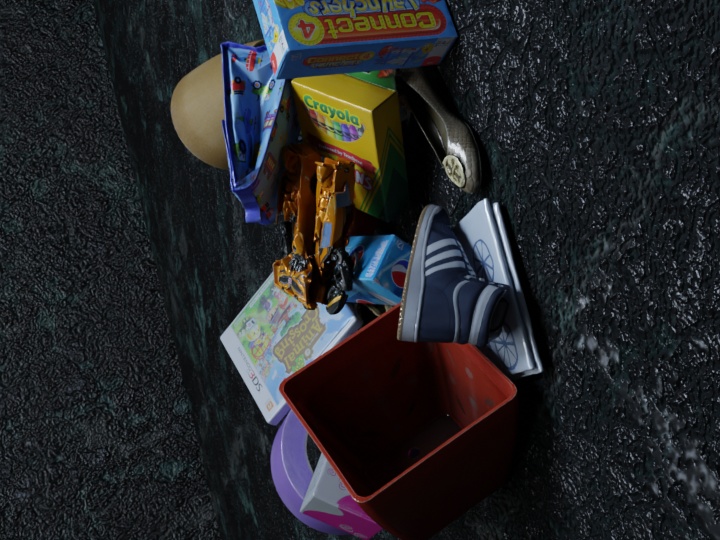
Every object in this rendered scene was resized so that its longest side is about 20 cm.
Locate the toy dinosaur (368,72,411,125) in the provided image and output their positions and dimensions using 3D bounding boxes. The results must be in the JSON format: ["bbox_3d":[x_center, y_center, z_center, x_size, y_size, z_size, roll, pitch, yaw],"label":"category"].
[{"bbox_3d":[-0.001,-0.181,1.205,0.200,0.102,0.136,-41,78,43],"label":"toy dinosaur"}]

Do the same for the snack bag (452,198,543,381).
[{"bbox_3d":[0.133,0.039,1.052,0.200,0.021,0.190,132,125,-68],"label":"snack bag"}]

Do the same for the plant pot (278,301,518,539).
[{"bbox_3d":[0.059,0.185,1.062,0.200,0.199,0.177,46,165,47],"label":"plant pot"}]

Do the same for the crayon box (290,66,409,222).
[{"bbox_3d":[-0.012,-0.164,1.127,0.127,0.051,0.201,26,144,32],"label":"crayon box"}]

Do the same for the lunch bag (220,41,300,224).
[{"bbox_3d":[-0.119,-0.154,1.159,0.151,0.093,0.201,75,-163,-77],"label":"lunch bag"}]

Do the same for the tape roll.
[{"bbox_3d":[-0.019,0.256,1.306,0.085,0.199,0.201,121,134,-61],"label":"tape roll"}]

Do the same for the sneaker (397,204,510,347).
[{"bbox_3d":[0.104,0.007,1.000,0.200,0.108,0.070,-74,-11,-49],"label":"sneaker"}]

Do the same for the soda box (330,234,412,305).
[{"bbox_3d":[0.000,0.000,1.196,0.200,0.068,0.064,2,62,59],"label":"soda box"}]

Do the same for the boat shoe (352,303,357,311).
[{"bbox_3d":[-0.040,0.049,1.396,0.067,0.057,0.201,38,149,58],"label":"boat shoe"}]

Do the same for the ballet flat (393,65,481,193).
[{"bbox_3d":[0.081,-0.165,1.050,0.067,0.046,0.201,110,144,-54],"label":"ballet flat"}]

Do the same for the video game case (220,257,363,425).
[{"bbox_3d":[-0.103,0.085,1.342,0.200,0.022,0.182,-50,49,14],"label":"video game case"}]

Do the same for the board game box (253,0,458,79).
[{"bbox_3d":[-0.018,-0.313,1.021,0.056,0.199,0.197,130,125,-62],"label":"board game box"}]

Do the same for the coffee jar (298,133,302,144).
[{"bbox_3d":[-0.119,-0.218,1.417,0.200,0.104,0.086,-43,41,51],"label":"coffee jar"}]

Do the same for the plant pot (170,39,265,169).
[{"bbox_3d":[-0.183,-0.288,1.537,0.200,0.186,0.187,-28,73,52],"label":"plant pot"}]

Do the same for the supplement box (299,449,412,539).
[{"bbox_3d":[0.008,0.229,1.220,0.103,0.101,0.201,119,175,-60],"label":"supplement box"}]

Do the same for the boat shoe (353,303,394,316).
[{"bbox_3d":[0.024,0.022,1.266,0.200,0.062,0.074,-154,56,-65],"label":"boat shoe"}]

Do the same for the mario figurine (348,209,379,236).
[{"bbox_3d":[-0.050,-0.087,1.332,0.106,0.123,0.200,-69,27,20],"label":"mario figurine"}]

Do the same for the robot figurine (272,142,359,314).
[{"bbox_3d":[-0.060,-0.045,1.141,0.145,0.058,0.201,27,117,46],"label":"robot figurine"}]
